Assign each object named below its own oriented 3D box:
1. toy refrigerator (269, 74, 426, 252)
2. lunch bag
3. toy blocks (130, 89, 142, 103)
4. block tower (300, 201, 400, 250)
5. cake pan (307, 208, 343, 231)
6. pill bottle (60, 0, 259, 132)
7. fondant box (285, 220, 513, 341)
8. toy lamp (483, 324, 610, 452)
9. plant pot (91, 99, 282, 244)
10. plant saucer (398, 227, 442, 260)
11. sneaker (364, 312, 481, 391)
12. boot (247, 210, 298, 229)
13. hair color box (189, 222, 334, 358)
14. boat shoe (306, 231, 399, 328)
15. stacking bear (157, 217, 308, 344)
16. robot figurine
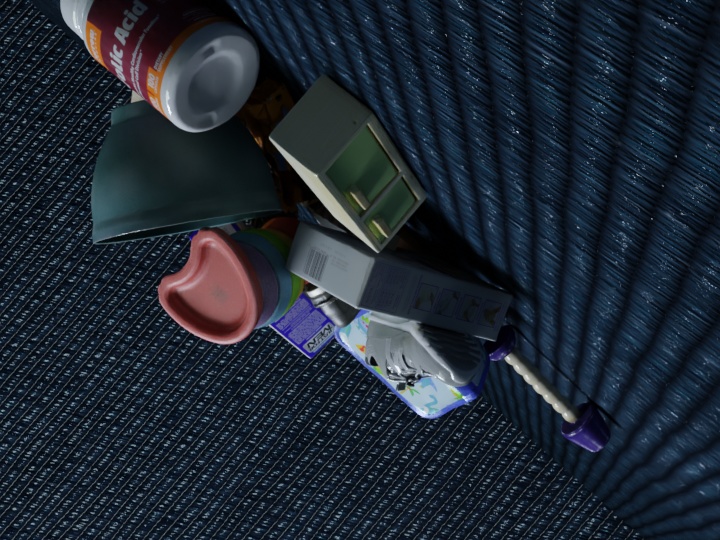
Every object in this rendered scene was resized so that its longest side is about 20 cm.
[{"bbox_3d":[-0.005,-0.092,1.416,0.070,0.076,0.200,39,175,24],"label":"toy refrigerator"},{"bbox_3d":[0.062,0.080,1.839,0.170,0.128,0.200,42,177,-8],"label":"lunch bag"},{"bbox_3d":[-0.196,-0.154,1.826,0.198,0.138,0.100,16,-154,10],"label":"toy blocks"},{"bbox_3d":[-0.008,-0.074,1.716,0.054,0.058,0.200,16,-172,-21],"label":"block tower"},{"bbox_3d":[-0.054,-0.094,1.916,0.201,0.037,0.200,54,180,-1],"label":"cake pan"},{"bbox_3d":[-0.201,-0.231,1.524,0.200,0.114,0.114,39,176,32],"label":"pill bottle"},{"bbox_3d":[0.041,0.011,1.646,0.199,0.059,0.144,13,-171,-37],"label":"fondant box"},{"bbox_3d":[0.237,0.152,1.942,0.200,0.058,0.058,44,176,-18],"label":"toy lamp"},{"bbox_3d":[-0.190,-0.110,1.606,0.200,0.198,0.135,169,90,-86],"label":"plant pot"},{"bbox_3d":[0.080,-0.004,1.942,0.200,0.032,0.200,42,177,2],"label":"plant saucer"},{"bbox_3d":[0.064,0.095,1.641,0.074,0.083,0.200,16,-174,-24],"label":"sneaker"},{"bbox_3d":[-0.143,-0.139,1.978,0.176,0.066,0.200,63,179,-19],"label":"boot"},{"bbox_3d":[-0.112,0.016,1.891,0.109,0.065,0.200,51,-177,39],"label":"hair color box"},{"bbox_3d":[0.000,0.000,1.777,0.057,0.067,0.200,57,-145,-12],"label":"boat shoe"},{"bbox_3d":[-0.109,-0.002,1.705,0.114,0.122,0.200,45,-148,8],"label":"stacking bear"},{"bbox_3d":[-0.102,-0.144,1.683,0.145,0.058,0.201,39,158,36],"label":"robot figurine"}]
